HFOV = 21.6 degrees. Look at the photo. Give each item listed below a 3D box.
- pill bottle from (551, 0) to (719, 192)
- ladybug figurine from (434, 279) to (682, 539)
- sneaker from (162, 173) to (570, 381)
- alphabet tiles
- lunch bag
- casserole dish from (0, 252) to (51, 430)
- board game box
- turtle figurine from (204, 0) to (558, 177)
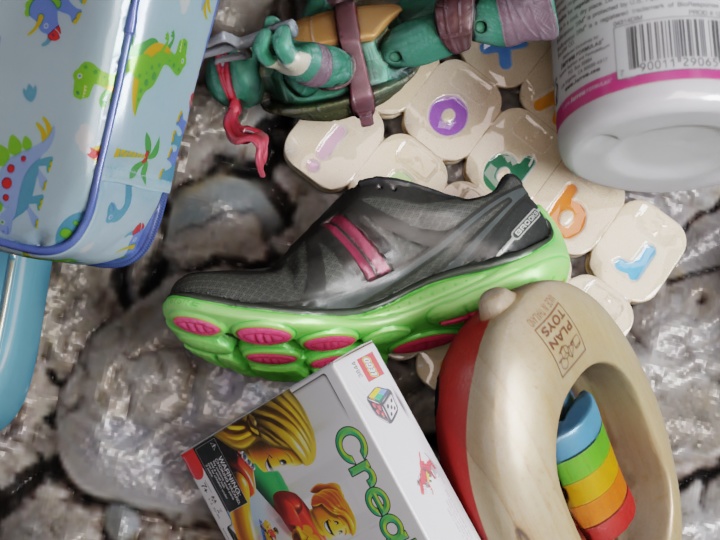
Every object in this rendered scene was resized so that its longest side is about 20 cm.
[{"bbox_3d":[0.148,-0.150,0.937,0.113,0.113,0.201,2,70,-7],"label":"pill bottle"},{"bbox_3d":[0.090,0.094,0.894,0.136,0.072,0.201,-43,120,-44],"label":"ladybug figurine"},{"bbox_3d":[0.000,0.000,0.917,0.199,0.077,0.084,-10,66,-12],"label":"sneaker"},{"bbox_3d":[0.064,-0.038,0.966,0.200,0.015,0.196,37,78,-1],"label":"alphabet tiles"},{"bbox_3d":[-0.149,-0.110,0.836,0.160,0.082,0.201,13,92,23],"label":"lunch bag"},{"bbox_3d":[-0.211,-0.009,0.914,0.120,0.039,0.201,9,81,-6],"label":"casserole dish"},{"bbox_3d":[0.007,0.147,0.877,0.035,0.126,0.201,-24,84,-46],"label":"board game box"},{"bbox_3d":[-0.008,-0.122,0.918,0.199,0.101,0.150,-12,40,2],"label":"turtle figurine"}]
